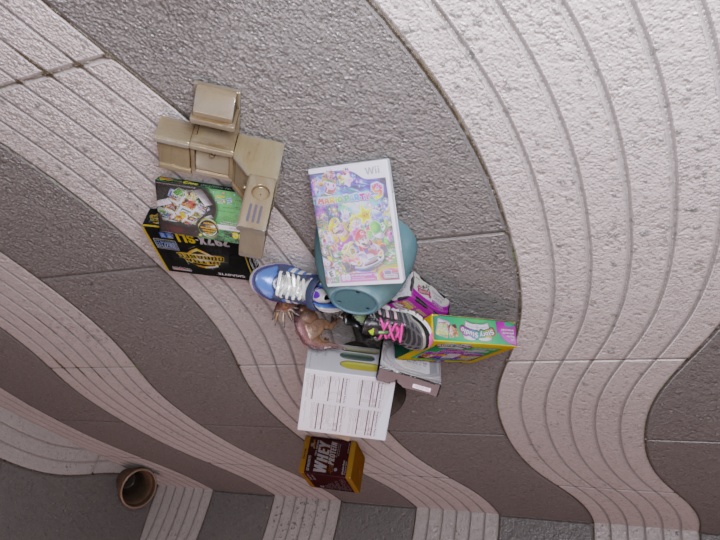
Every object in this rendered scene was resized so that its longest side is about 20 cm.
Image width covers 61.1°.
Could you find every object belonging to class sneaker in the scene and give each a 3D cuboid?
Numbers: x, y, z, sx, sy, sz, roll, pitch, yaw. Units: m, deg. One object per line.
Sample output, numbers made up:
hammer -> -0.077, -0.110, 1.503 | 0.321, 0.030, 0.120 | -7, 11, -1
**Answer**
sneaker -> 0.045, 0.109, 1.179 | 0.198, 0.087, 0.075 | 24, 121, 30
sneaker -> -0.115, 0.034, 1.223 | 0.197, 0.082, 0.146 | 15, 175, -21

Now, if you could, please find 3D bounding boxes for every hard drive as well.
hard drive -> 0.109, 0.198, 1.352 | 0.137, 0.200, 0.038 | 16, 109, 1

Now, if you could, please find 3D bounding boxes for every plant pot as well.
plant pot -> 0.000, 0.000, 1.127 | 0.196, 0.137, 0.201 | 9, 147, 5
plant pot -> -1.193, 1.115, 3.188 | 0.173, 0.203, 0.200 | 5, 153, 46

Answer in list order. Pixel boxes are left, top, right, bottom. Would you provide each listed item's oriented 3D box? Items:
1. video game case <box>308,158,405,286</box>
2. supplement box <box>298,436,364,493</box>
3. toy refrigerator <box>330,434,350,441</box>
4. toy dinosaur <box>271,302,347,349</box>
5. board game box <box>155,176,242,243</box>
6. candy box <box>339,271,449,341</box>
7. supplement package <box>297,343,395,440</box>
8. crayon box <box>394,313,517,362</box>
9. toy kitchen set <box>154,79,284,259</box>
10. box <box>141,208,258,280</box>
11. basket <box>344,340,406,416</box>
video game case -> -0.006, -0.075, 1.009 | 0.141, 0.018, 0.204 | -3, 105, 23
supplement box -> -0.103, 0.721, 2.263 | 0.196, 0.135, 0.198 | 2, 147, 13
toy refrigerator -> -0.046, 0.466, 1.918 | 0.075, 0.071, 0.201 | 19, 147, 1
toy dinosaur -> -0.121, 0.115, 1.331 | 0.086, 0.201, 0.135 | -44, 163, 25
board game box -> -0.275, -0.107, 1.116 | 0.196, 0.024, 0.107 | 10, 118, 5
candy box -> 0.072, 0.080, 1.295 | 0.198, 0.062, 0.136 | -18, 139, 37
supplement package -> -0.032, 0.267, 1.376 | 0.196, 0.152, 0.154 | 8, 107, -3
crayon box -> 0.194, 0.145, 1.266 | 0.196, 0.059, 0.172 | 6, 158, -22
toy kitchen set -> -0.223, -0.154, 0.918 | 0.196, 0.183, 0.164 | 11, 147, -7
box -> -0.319, -0.050, 1.234 | 0.196, 0.050, 0.161 | 7, 145, 8
basket -> 0.009, 0.282, 1.563 | 0.177, 0.138, 0.201 | -13, 138, 11
